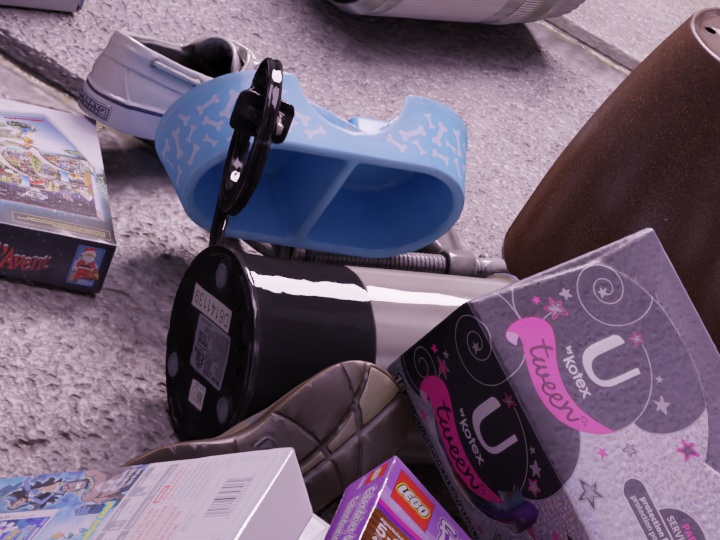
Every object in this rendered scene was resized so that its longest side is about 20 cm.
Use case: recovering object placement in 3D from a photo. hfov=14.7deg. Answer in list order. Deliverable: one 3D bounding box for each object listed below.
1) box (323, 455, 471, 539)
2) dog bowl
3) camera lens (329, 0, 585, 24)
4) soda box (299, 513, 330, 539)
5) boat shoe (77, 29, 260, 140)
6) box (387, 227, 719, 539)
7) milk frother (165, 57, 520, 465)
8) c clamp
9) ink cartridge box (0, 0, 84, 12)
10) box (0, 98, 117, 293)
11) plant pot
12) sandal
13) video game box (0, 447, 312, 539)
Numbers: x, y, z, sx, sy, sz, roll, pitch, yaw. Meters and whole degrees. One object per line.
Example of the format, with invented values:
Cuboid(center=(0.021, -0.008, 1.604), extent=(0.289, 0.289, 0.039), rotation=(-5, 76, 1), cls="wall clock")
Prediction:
Cuboid(center=(0.052, 0.205, 1.370), extent=(0.200, 0.039, 0.137), rotation=(48, 29, -13), cls="box")
Cuboid(center=(-0.025, -0.059, 1.678), extent=(0.200, 0.112, 0.050), rotation=(9, 50, -26), cls="dog bowl")
Cuboid(center=(0.065, -0.262, 2.035), extent=(0.200, 0.160, 0.160), rotation=(1, 38, -33), cls="camera lens")
Cuboid(center=(-0.061, 0.196, 1.360), extent=(0.063, 0.068, 0.200), rotation=(34, 33, 14), cls="soda box")
Cuboid(center=(-0.095, -0.119, 1.780), extent=(0.200, 0.066, 0.072), rotation=(7, 24, -46), cls="boat shoe")
Cuboid(center=(0.127, 0.100, 1.473), extent=(0.132, 0.115, 0.200), rotation=(-21, 78, -30), cls="box")
Cuboid(center=(0.000, 0.000, 1.570), extent=(0.188, 0.200, 0.181), rotation=(5, 32, -28), cls="milk frother")
Cuboid(center=(0.001, -0.022, 1.762), extent=(0.200, 0.027, 0.171), rotation=(8, 34, -24), cls="c clamp")
Cuboid(center=(-0.272, -0.266, 1.902), extent=(0.136, 0.076, 0.200), rotation=(3, 36, -30), cls="ink cartridge box")
Cuboid(center=(-0.249, -0.058, 1.641), extent=(0.200, 0.038, 0.137), rotation=(12, 34, -19), cls="box")
Cuboid(center=(0.216, -0.061, 1.800), extent=(0.187, 0.200, 0.187), rotation=(17, 32, -11), cls="plant pot")
Cuboid(center=(-0.064, 0.111, 1.464), extent=(0.200, 0.055, 0.082), rotation=(-32, 90, -24), cls="sandal")
Cuboid(center=(-0.138, 0.156, 1.300), extent=(0.182, 0.047, 0.200), rotation=(-5, 24, 22), cls="video game box")
